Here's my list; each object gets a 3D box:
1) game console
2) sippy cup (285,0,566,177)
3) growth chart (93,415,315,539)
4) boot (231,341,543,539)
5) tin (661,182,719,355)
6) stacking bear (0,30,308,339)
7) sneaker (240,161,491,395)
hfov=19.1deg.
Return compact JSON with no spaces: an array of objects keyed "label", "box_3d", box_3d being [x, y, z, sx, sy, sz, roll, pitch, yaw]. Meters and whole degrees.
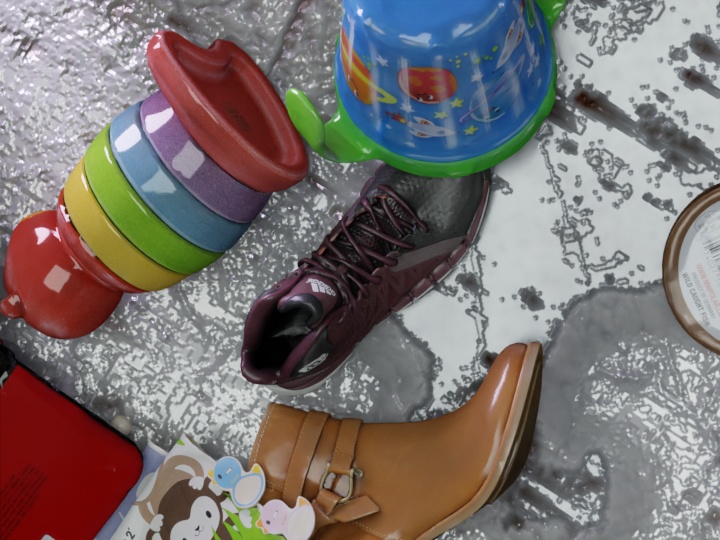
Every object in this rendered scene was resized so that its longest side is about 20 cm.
[{"label":"game console","box_3d":[-0.257,0.132,1.359,0.172,0.119,0.200,36,99,-13]},{"label":"sippy cup","box_3d":[0.045,-0.141,1.232,0.139,0.130,0.179,15,70,12]},{"label":"growth chart","box_3d":[-0.105,0.174,1.311,0.200,0.018,0.145,29,102,32]},{"label":"boot","box_3d":[0.015,0.110,1.296,0.154,0.074,0.201,25,93,14]},{"label":"tin","box_3d":[0.273,-0.018,1.258,0.199,0.042,0.112,-25,91,11]},{"label":"stacking bear","box_3d":[-0.138,-0.037,1.308,0.200,0.121,0.114,-40,76,19]},{"label":"sneaker","box_3d":[0.000,0.000,1.272,0.076,0.115,0.200,40,99,8]}]
